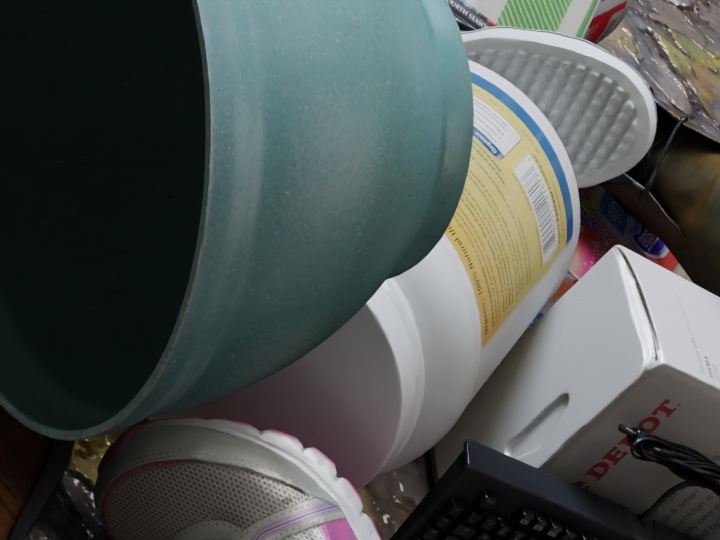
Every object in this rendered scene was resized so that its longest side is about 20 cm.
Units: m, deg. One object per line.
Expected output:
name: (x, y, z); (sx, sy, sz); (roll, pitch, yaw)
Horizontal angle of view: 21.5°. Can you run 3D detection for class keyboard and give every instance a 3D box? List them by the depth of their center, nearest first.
keyboard: (0.117, 0.121, 0.827); (0.200, 0.127, 0.021); (25, 23, -29)

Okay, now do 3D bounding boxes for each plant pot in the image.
plant pot: (-0.048, -0.051, 0.632); (0.134, 0.200, 0.201); (-5, 53, -37)

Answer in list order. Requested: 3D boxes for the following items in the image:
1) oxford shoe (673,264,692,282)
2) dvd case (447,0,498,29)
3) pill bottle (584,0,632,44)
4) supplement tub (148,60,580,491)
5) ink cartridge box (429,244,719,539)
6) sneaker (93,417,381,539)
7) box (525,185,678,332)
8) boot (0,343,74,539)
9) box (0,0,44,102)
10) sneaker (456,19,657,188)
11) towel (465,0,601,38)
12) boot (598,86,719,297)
oxford shoe: (0.205, 0.023, 1.100); (0.070, 0.075, 0.200); (38, 30, -10)
dvd case: (-0.002, -0.130, 1.005); (0.200, 0.146, 0.022); (34, 68, -22)
pill bottle: (0.097, -0.177, 1.205); (0.112, 0.112, 0.200); (46, 29, 5)
supplement tub: (0.000, 0.000, 0.815); (0.145, 0.145, 0.200); (44, 34, 1)
ink cartridge box: (0.153, 0.093, 0.888); (0.200, 0.147, 0.083); (26, 33, -29)
sneaker: (-0.022, 0.136, 0.686); (0.200, 0.081, 0.088); (42, 28, 0)
box: (0.105, -0.008, 1.012); (0.100, 0.095, 0.200); (46, 29, 3)
boot: (-0.196, 0.065, 0.609); (0.199, 0.069, 0.189); (17, 45, -26)
box: (-0.134, -0.162, 0.796); (0.192, 0.122, 0.200); (29, 26, 35)
sneaker: (0.054, -0.083, 0.920); (0.079, 0.199, 0.079); (-33, 122, -58)
towel: (0.072, -0.184, 1.052); (0.200, 0.023, 0.153); (54, 51, -37)
boot: (0.149, -0.039, 0.903); (0.097, 0.075, 0.200); (26, 7, -21)
